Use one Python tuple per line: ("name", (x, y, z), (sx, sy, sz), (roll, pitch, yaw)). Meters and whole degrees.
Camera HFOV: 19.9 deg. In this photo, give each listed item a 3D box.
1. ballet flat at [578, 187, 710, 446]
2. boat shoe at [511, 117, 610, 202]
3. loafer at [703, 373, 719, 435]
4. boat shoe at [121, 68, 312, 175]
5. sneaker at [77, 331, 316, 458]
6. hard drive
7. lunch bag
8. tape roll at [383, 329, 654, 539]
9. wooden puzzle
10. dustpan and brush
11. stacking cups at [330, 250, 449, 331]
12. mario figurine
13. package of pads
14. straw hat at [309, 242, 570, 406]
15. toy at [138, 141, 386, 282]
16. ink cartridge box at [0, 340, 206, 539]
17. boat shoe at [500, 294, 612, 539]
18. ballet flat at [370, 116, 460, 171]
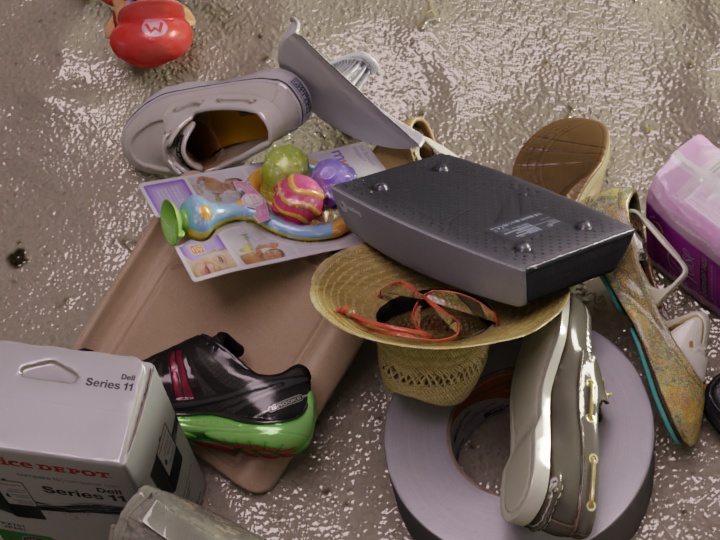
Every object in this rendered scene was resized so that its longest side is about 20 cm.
("ballet flat", (0.220, 0.029, 1.518), (0.070, 0.071, 0.201), (-23, 77, -6))
("boat shoe", (0.151, -0.044, 1.621), (0.071, 0.065, 0.201), (7, 44, 20))
("loafer", (0.338, 0.125, 1.486), (0.200, 0.071, 0.068), (31, 70, 24))
("boat shoe", (-0.130, -0.108, 1.650), (0.199, 0.071, 0.070), (-8, 26, 39))
("sneaker", (-0.126, 0.086, 1.545), (0.198, 0.077, 0.085), (11, 75, 9))
("hard drive", (0.087, -0.031, 1.508), (0.134, 0.043, 0.199), (-19, 31, -39))
("lunch bag", (-0.085, 0.239, 1.409), (0.163, 0.201, 0.118), (27, 66, 21))
("tape roll", (0.118, 0.133, 1.519), (0.198, 0.066, 0.202), (-3, 59, 6))
("wooden puzzle", (-0.102, 0.046, 1.598), (0.199, 0.037, 0.186), (32, 89, 20))
("dustpan and brush", (-0.023, -0.155, 1.661), (0.139, 0.200, 0.057), (41, 74, -17))
("stacking cups", (0.000, 0.000, 1.613), (0.199, 0.061, 0.061), (25, 66, 24))
("mario figurine", (-0.186, -0.265, 1.774), (0.123, 0.106, 0.201), (-36, 45, 27))
("package of pads", (0.304, -0.001, 1.538), (0.076, 0.121, 0.200), (-41, 63, -16))
("straw hat", (0.052, 0.051, 1.481), (0.199, 0.086, 0.201), (1, 23, 0))
("toy", (-0.058, -0.060, 1.578), (0.198, 0.047, 0.115), (-15, 48, -22))
("ink cartridge box", (-0.205, 0.137, 1.486), (0.145, 0.201, 0.084), (6, 60, 12))
("boat shoe", (0.143, 0.101, 1.459), (0.060, 0.072, 0.203), (21, 49, -12))
("ballet flat", (0.074, -0.045, 1.623), (0.063, 0.068, 0.201), (-49, 57, 21))
